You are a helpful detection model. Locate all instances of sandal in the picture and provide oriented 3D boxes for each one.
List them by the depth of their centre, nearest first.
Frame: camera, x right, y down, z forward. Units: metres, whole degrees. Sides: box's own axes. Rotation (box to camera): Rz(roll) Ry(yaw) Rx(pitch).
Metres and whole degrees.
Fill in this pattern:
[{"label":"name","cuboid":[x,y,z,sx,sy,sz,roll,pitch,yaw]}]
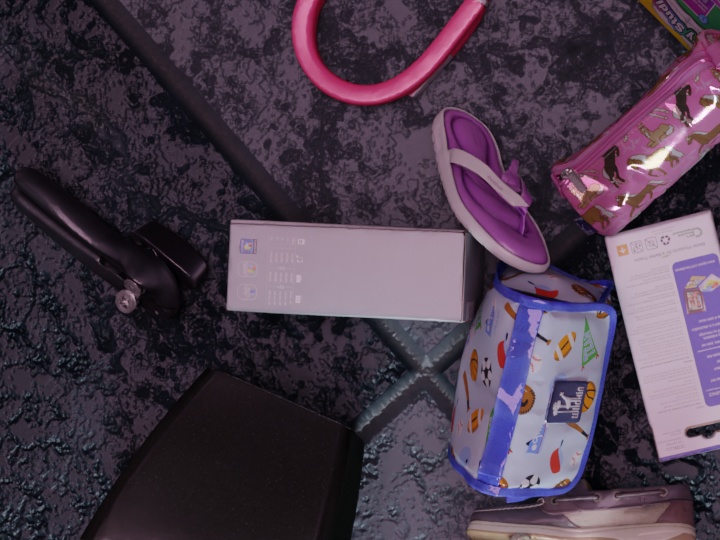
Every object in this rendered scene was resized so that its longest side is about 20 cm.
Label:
[{"label":"sandal","cuboid":[0.108,-0.079,1.593,0.050,0.082,0.203,-58,38,31]}]

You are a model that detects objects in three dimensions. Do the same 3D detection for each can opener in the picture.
[{"label":"can opener","cuboid":[-0.236,-0.024,1.716,0.199,0.079,0.064,31,134,12]}]

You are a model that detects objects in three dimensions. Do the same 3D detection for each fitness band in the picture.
[{"label":"fitness band","cuboid":[0.028,-0.237,1.675,0.144,0.037,0.200,41,95,8]}]

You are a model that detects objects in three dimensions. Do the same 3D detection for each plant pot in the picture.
[{"label":"plant pot","cuboid":[-0.095,0.195,1.623,0.199,0.200,0.178,24,83,9]}]

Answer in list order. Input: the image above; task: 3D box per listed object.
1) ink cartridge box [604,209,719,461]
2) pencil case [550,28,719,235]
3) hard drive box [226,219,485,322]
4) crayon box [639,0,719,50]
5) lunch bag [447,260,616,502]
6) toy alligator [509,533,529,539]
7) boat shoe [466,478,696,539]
[{"label":"ink cartridge box","cuboid":[0.278,0.056,1.630,0.094,0.037,0.201,-14,85,9]},{"label":"pencil case","cuboid":[0.249,-0.114,1.576,0.083,0.087,0.200,47,122,-1]},{"label":"hard drive box","cuboid":[0.000,0.000,1.618,0.199,0.156,0.077,2,90,11]},{"label":"crayon box","cuboid":[0.280,-0.271,1.561,0.058,0.173,0.200,-40,82,-22]},{"label":"lunch bag","cuboid":[0.140,0.088,1.561,0.123,0.200,0.171,14,99,10]},{"label":"toy alligator","cuboid":[0.099,0.303,1.642,0.054,0.059,0.201,38,117,50]},{"label":"boat shoe","cuboid":[0.191,0.212,1.631,0.199,0.072,0.065,-3,65,22]}]
